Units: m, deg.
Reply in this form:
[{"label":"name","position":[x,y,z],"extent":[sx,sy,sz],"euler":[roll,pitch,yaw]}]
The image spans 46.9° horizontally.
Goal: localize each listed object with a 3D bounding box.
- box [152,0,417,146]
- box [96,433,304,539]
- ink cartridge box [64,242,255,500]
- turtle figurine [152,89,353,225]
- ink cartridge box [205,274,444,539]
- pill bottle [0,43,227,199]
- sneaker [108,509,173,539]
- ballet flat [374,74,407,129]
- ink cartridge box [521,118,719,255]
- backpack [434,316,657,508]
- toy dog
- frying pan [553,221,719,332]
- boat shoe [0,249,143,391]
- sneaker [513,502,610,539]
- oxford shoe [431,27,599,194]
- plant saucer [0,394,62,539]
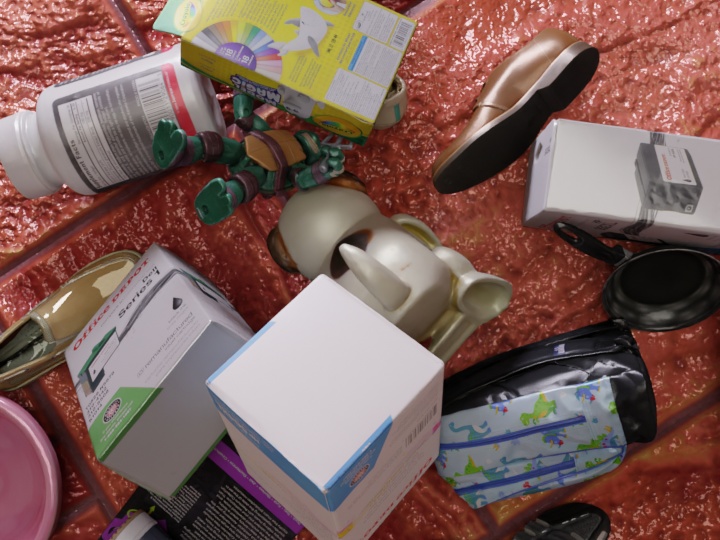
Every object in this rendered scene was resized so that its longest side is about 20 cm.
[{"label":"box","position":[-0.064,-0.200,0.713],"extent":[0.200,0.048,0.117],"euler":[25,68,-5]},{"label":"box","position":[-0.145,0.236,0.786],"extent":[0.143,0.036,0.200],"euler":[40,109,4]},{"label":"ink cartridge box","position":[-0.176,0.079,0.739],"extent":[0.084,0.200,0.146],"euler":[40,88,-34]},{"label":"turtle figurine","position":[-0.080,-0.110,0.748],"extent":[0.150,0.200,0.101],"euler":[36,130,22]},{"label":"ink cartridge box","position":[-0.021,0.129,0.671],"extent":[0.125,0.200,0.129],"euler":[36,64,24]},{"label":"pill bottle","position":[-0.238,-0.137,0.800],"extent":[0.200,0.111,0.111],"euler":[-17,87,2]},{"label":"sneaker","position":[-0.212,0.327,0.774],"extent":[0.108,0.070,0.200],"euler":[35,112,8]},{"label":"ballet flat","position":[-0.033,-0.219,0.817],"extent":[0.200,0.069,0.069],"euler":[40,90,4]},{"label":"ink cartridge box","position":[0.258,-0.072,0.756],"extent":[0.200,0.145,0.084],"euler":[9,89,3]},{"label":"backpack","position":[0.153,0.130,0.752],"extent":[0.200,0.163,0.154],"euler":[-7,103,10]},{"label":"toy dog","position":[0.000,0.000,0.755],"extent":[0.200,0.194,0.140],"euler":[44,106,36]},{"label":"frying pan","position":[0.249,0.008,0.776],"extent":[0.190,0.115,0.031],"euler":[13,46,-6]},{"label":"boat shoe","position":[-0.292,0.053,0.812],"extent":[0.200,0.076,0.072],"euler":[-41,86,0]},{"label":"sneaker","position":[0.172,0.320,0.791],"extent":[0.200,0.075,0.116],"euler":[-37,115,-15]},{"label":"oxford shoe","position":[0.138,-0.156,0.816],"extent":[0.200,0.071,0.071],"euler":[-44,58,0]},{"label":"plant saucer","position":[-0.386,0.212,0.818],"extent":[0.200,0.051,0.201],"euler":[0,91,4]}]
